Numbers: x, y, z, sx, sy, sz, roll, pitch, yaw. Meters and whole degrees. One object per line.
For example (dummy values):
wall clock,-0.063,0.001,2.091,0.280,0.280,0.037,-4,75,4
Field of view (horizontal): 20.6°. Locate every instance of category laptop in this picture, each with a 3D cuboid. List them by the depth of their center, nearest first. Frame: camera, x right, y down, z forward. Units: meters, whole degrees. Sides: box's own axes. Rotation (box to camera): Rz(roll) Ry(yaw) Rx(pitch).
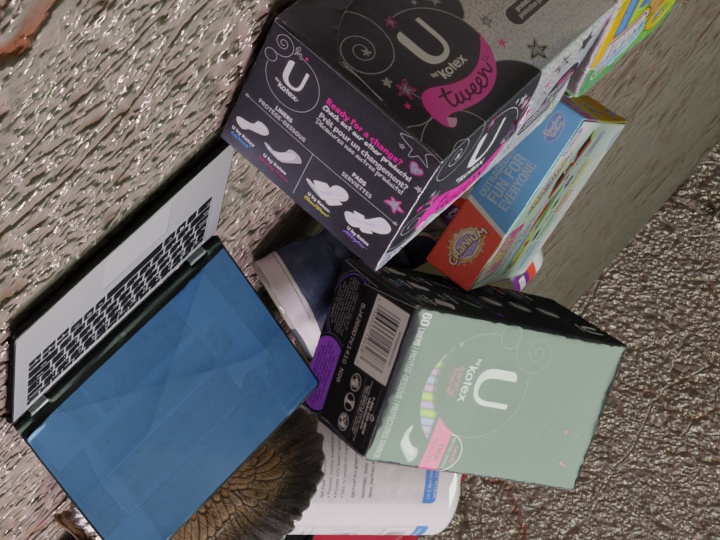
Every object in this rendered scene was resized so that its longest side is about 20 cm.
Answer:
laptop,-0.111,0.055,1.215,0.187,0.116,0.200,-46,169,-27

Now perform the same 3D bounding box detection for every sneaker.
sneaker,0.001,0.001,1.535,0.146,0.077,0.202,-33,167,-5

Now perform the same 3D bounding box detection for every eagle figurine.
eagle figurine,-0.143,0.158,1.434,0.152,0.151,0.200,-9,154,-45

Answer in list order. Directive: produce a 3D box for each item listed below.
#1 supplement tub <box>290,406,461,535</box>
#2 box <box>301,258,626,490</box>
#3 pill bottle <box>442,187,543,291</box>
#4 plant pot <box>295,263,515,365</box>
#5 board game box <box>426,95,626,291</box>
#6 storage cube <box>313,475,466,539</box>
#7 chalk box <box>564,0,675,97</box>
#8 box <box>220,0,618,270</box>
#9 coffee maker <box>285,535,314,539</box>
supplement tub,-0.028,0.144,1.572,0.132,0.200,0.132,-177,-90,-77
box,0.075,0.077,1.454,0.200,0.106,0.122,11,104,-34
pill bottle,0.077,0.024,1.919,0.200,0.112,0.112,-48,170,-11
plant pot,0.024,0.063,1.705,0.134,0.200,0.200,9,126,-42
board game box,0.130,-0.063,1.506,0.153,0.040,0.200,-56,169,11
storage cube,-0.014,0.244,2.150,0.180,0.171,0.200,-53,169,12
chalk box,0.144,-0.211,1.312,0.124,0.125,0.200,-43,166,-32
box,0.038,-0.120,1.178,0.200,0.132,0.115,-42,169,-38
coffee maker,-0.135,0.262,1.644,0.200,0.192,0.135,-41,-165,-32
